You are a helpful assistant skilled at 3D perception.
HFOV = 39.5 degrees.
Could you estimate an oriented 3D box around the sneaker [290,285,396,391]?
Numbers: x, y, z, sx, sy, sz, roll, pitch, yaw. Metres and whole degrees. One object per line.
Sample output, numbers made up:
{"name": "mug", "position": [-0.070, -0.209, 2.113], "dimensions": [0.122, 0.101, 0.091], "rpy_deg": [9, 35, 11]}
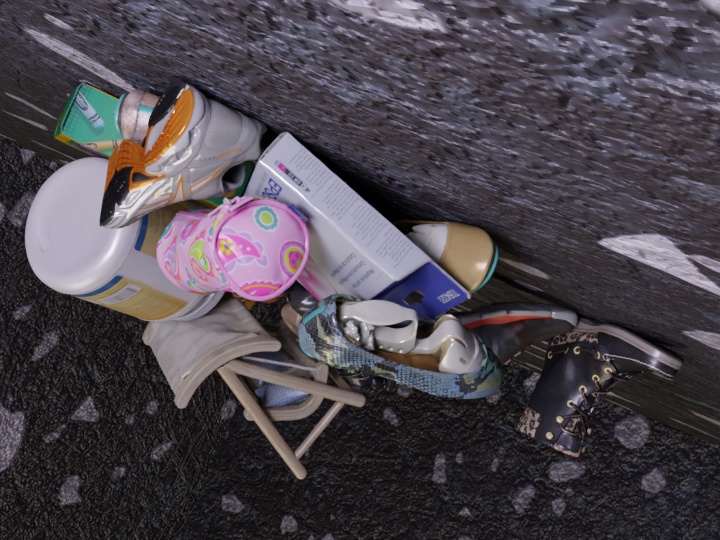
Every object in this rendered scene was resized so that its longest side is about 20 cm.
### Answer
{"name": "sneaker", "position": [-0.006, 0.077, 1.115], "dimensions": [0.076, 0.091, 0.200], "rpy_deg": [5, 161, 45]}

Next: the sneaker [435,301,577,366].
{"name": "sneaker", "position": [0.147, 0.083, 1.133], "dimensions": [0.199, 0.082, 0.077], "rpy_deg": [-7, -175, -2]}

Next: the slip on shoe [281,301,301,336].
{"name": "slip on shoe", "position": [-0.012, 0.082, 1.208], "dimensions": [0.060, 0.076, 0.200], "rpy_deg": [-4, 158, 44]}

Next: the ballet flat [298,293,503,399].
{"name": "ballet flat", "position": [0.047, 0.062, 0.853], "dimensions": [0.199, 0.075, 0.074], "rpy_deg": [11, -179, -23]}

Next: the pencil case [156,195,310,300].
{"name": "pencil case", "position": [-0.112, -0.020, 0.849], "dimensions": [0.087, 0.088, 0.200], "rpy_deg": [25, 170, -21]}

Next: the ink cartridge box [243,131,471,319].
{"name": "ink cartridge box", "position": [-0.018, -0.012, 0.875], "dimensions": [0.200, 0.043, 0.196], "rpy_deg": [43, 162, -1]}

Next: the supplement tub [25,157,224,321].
{"name": "supplement tub", "position": [-0.244, -0.025, 1.089], "dimensions": [0.144, 0.145, 0.200], "rpy_deg": [21, 175, 31]}

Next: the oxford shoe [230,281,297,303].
{"name": "oxford shoe", "position": [-0.122, 0.010, 1.168], "dimensions": [0.071, 0.071, 0.200], "rpy_deg": [29, -174, -16]}

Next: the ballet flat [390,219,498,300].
{"name": "ballet flat", "position": [0.057, -0.014, 0.885], "dimensions": [0.063, 0.069, 0.200], "rpy_deg": [20, 177, -14]}

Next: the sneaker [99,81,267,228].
{"name": "sneaker", "position": [-0.150, -0.077, 0.833], "dimensions": [0.092, 0.076, 0.200], "rpy_deg": [16, 154, -31]}

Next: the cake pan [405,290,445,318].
{"name": "cake pan", "position": [0.000, 0.000, 1.064], "dimensions": [0.200, 0.037, 0.200], "rpy_deg": [18, 168, 4]}

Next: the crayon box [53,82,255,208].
{"name": "crayon box", "position": [-0.225, -0.129, 1.085], "dimensions": [0.200, 0.058, 0.119], "rpy_deg": [25, 176, -21]}

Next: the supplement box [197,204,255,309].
{"name": "supplement box", "position": [-0.198, -0.051, 1.288], "dimensions": [0.200, 0.131, 0.103], "rpy_deg": [28, -163, -42]}

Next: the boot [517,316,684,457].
{"name": "boot", "position": [0.258, 0.134, 1.113], "dimensions": [0.073, 0.151, 0.200], "rpy_deg": [25, 176, -29]}

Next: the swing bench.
{"name": "swing bench", "position": [-0.132, 0.113, 1.190], "dimensions": [0.200, 0.130, 0.199], "rpy_deg": [39, -179, -30]}

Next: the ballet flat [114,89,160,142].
{"name": "ballet flat", "position": [-0.164, -0.112, 0.935], "dimensions": [0.067, 0.068, 0.200], "rpy_deg": [7, 175, 9]}

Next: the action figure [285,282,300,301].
{"name": "action figure", "position": [-0.027, 0.023, 1.273], "dimensions": [0.200, 0.119, 0.102], "rpy_deg": [17, 131, 67]}
